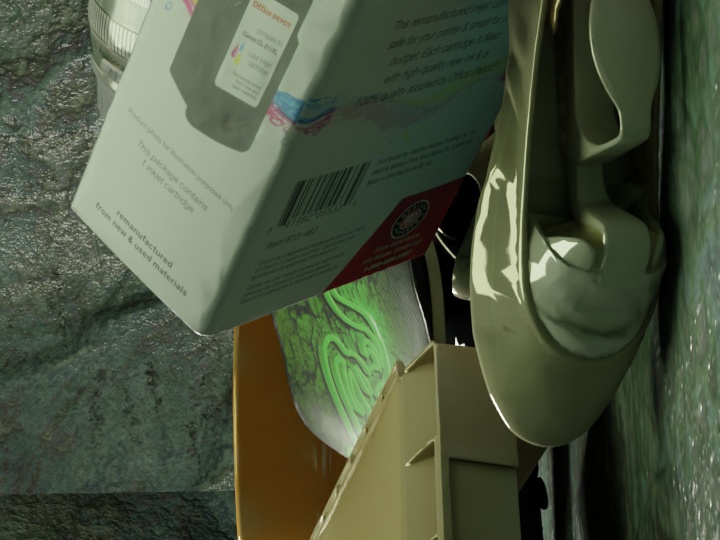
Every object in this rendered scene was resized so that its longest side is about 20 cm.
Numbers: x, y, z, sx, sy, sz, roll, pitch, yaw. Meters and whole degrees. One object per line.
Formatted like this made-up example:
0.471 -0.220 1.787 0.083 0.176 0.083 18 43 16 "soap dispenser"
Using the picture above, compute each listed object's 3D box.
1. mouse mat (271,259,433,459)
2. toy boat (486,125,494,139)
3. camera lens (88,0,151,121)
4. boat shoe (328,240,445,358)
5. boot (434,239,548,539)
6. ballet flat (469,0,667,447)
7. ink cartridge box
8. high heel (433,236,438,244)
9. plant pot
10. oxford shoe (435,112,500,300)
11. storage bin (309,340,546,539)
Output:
-0.006 0.035 0.992 0.160 0.007 0.201 29 142 48 "mouse mat"
0.036 -0.136 1.123 0.131 0.129 0.201 90 179 -46 "toy boat"
-0.050 -0.167 0.931 0.160 0.158 0.202 -91 9 -63 "camera lens"
0.000 -0.002 1.031 0.200 0.065 0.075 -111 19 -59 "boat shoe"
0.072 0.092 1.012 0.165 0.065 0.202 87 -177 -75 "boot"
0.076 -0.033 0.647 0.069 0.069 0.202 -92 2 -80 "ballet flat"
-0.003 -0.091 0.707 0.145 0.083 0.201 -20 -36 -50 "ink cartridge box"
0.087 -0.059 1.193 0.200 0.095 0.068 -54 -14 -59 "high heel"
0.014 0.102 1.252 0.200 0.181 0.203 -1 -90 -89 "plant pot"
0.066 -0.044 0.835 0.200 0.073 0.071 -91 0 -66 "oxford shoe"
0.043 0.166 0.846 0.199 0.093 0.202 114 161 -51 "storage bin"
